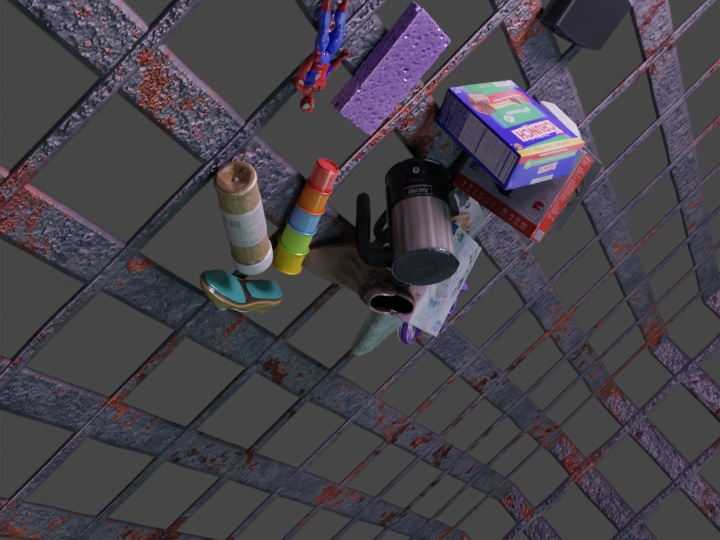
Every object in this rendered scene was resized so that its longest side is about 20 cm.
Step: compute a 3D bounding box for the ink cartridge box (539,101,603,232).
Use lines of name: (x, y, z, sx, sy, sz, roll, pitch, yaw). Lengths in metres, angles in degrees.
ink cartridge box: (0.374, -0.198, 1.891, 0.056, 0.201, 0.164, -5, 135, -42)

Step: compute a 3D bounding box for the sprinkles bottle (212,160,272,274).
sprinkles bottle: (-0.179, -0.078, 1.528, 0.068, 0.068, 0.202, -31, 148, -18)

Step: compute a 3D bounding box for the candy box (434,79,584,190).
candy box: (0.255, -0.238, 1.701, 0.167, 0.200, 0.078, -15, 142, -38)

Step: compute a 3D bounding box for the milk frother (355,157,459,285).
milk frother: (0.092, -0.058, 1.746, 0.177, 0.191, 0.200, -14, 147, 19)

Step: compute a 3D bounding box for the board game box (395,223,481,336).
board game box: (0.150, 0.018, 1.893, 0.202, 0.043, 0.200, -63, 158, -1)

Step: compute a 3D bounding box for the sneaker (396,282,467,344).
sneaker: (0.150, 0.085, 2.107, 0.080, 0.084, 0.201, 10, 123, -53)

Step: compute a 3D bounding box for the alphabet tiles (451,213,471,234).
alphabet tiles: (0.162, -0.029, 1.934, 0.199, 0.006, 0.169, -16, 128, -61)

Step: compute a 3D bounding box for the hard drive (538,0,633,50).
hard drive: (0.406, -0.462, 1.749, 0.198, 0.042, 0.136, 6, 125, -52)

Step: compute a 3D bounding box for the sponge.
sponge: (0.048, -0.310, 1.539, 0.201, 0.030, 0.111, -49, 149, 11)

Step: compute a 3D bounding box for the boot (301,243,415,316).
boot: (0.002, 0.020, 1.721, 0.196, 0.147, 0.071, 7, 116, -20)

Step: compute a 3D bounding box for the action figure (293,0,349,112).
action figure: (-0.050, -0.312, 1.407, 0.065, 0.052, 0.202, -17, 144, -42)

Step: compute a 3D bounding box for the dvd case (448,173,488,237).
dvd case: (0.173, -0.093, 1.965, 0.150, 0.025, 0.200, -43, 150, 0)

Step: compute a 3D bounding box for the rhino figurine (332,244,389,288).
rhino figurine: (0.000, 0.000, 1.847, 0.198, 0.060, 0.088, 3, 132, -48)

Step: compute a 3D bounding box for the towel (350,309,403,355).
towel: (0.074, 0.073, 1.973, 0.199, 0.048, 0.172, -37, 162, -42)

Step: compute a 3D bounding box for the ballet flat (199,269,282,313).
ballet flat: (-0.209, 0.045, 1.658, 0.063, 0.069, 0.199, -39, 152, 24)

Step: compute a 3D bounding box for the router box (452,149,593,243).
router box: (0.292, -0.179, 1.799, 0.181, 0.199, 0.049, -57, 148, 8)

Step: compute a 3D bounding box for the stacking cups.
stacking cups: (-0.086, -0.087, 1.632, 0.060, 0.061, 0.202, -5, 134, -45)
